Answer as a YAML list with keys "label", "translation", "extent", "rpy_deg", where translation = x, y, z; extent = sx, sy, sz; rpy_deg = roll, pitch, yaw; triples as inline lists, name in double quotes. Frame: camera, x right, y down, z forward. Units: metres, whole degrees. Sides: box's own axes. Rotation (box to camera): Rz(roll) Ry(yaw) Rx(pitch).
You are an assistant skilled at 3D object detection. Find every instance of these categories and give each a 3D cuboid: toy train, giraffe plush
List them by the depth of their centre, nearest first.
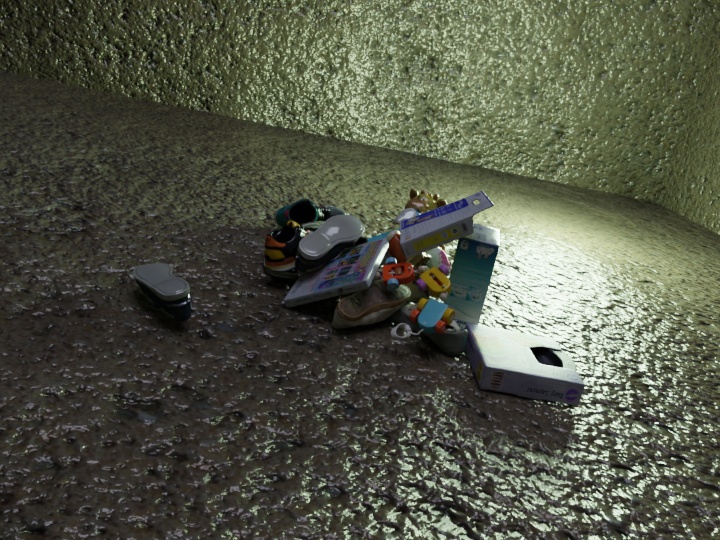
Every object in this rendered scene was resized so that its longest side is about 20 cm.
- label: "toy train"
  translation: [0.106, 0.058, 1.298]
  extent: [0.148, 0.056, 0.202]
  rpy_deg: [-12, 48, 6]
- label: "giraffe plush"
  translation: [0.164, -0.132, 1.841]
  extent: [0.170, 0.164, 0.200]
  rpy_deg: [16, 20, 9]

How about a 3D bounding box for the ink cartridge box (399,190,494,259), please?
- label: "ink cartridge box"
  translation: [0.178, -0.099, 1.404]
  extent: [0.198, 0.048, 0.198]
  rpy_deg: [-19, 13, 8]

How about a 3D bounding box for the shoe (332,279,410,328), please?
- label: "shoe"
  translation: [0.021, 0.068, 1.328]
  extent: [0.199, 0.054, 0.070]
  rpy_deg: [-17, 53, -42]

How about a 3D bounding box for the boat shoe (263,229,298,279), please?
- label: "boat shoe"
  translation: [-0.179, -0.037, 1.512]
  extent: [0.074, 0.063, 0.200]
  rpy_deg: [8, 22, -16]

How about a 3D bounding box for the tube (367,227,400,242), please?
- label: "tube"
  translation: [0.044, -0.065, 1.714]
  extent: [0.198, 0.051, 0.077]
  rpy_deg: [-17, 25, -18]

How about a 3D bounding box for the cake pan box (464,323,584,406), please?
- label: "cake pan box"
  translation: [0.302, 0.174, 1.264]
  extent: [0.197, 0.053, 0.185]
  rpy_deg: [11, 22, -5]

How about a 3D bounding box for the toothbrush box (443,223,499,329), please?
- label: "toothbrush box"
  translation: [0.232, 0.014, 1.430]
  extent: [0.084, 0.203, 0.147]
  rpy_deg: [13, 20, 7]

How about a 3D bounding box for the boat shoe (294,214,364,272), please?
- label: "boat shoe"
  translation: [-0.065, -0.056, 1.419]
  extent: [0.074, 0.061, 0.200]
  rpy_deg: [38, 42, 12]

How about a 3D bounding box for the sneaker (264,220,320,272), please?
- label: "sneaker"
  translation: [-0.124, -0.070, 1.437]
  extent: [0.069, 0.091, 0.199]
  rpy_deg: [20, 35, 36]

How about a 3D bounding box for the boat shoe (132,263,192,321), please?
- label: "boat shoe"
  translation: [-0.349, 0.035, 1.197]
  extent: [0.074, 0.063, 0.199]
  rpy_deg: [-22, 28, -33]

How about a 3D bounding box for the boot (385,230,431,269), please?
- label: "boot"
  translation: [0.107, -0.043, 1.589]
  extent: [0.107, 0.075, 0.200]
  rpy_deg: [44, 0, 11]

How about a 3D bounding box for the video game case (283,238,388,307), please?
- label: "video game case"
  translation: [-0.045, 0.003, 1.372]
  extent: [0.180, 0.024, 0.200]
  rpy_deg: [-14, 21, 21]

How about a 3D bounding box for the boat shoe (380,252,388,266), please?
- label: "boat shoe"
  translation: [0.002, 0.001, 1.516]
  extent: [0.073, 0.069, 0.199]
  rpy_deg: [21, 27, 14]

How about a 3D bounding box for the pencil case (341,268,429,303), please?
- label: "pencil case"
  translation: [0.058, 0.039, 1.437]
  extent: [0.198, 0.090, 0.078]
  rpy_deg: [-1, 52, -34]

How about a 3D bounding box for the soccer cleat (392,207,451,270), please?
- label: "soccer cleat"
  translation: [0.149, -0.058, 1.684]
  extent: [0.086, 0.201, 0.070]
  rpy_deg: [-33, 2, -33]

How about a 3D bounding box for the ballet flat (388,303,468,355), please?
- label: "ballet flat"
  translation: [0.134, 0.098, 1.338]
  extent: [0.067, 0.065, 0.199]
  rpy_deg: [-10, 30, -44]

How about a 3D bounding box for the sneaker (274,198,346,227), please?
- label: "sneaker"
  translation: [-0.118, -0.143, 1.764]
  extent: [0.197, 0.085, 0.121]
  rpy_deg: [-2, 2, -19]

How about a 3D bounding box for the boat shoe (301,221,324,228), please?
- label: "boat shoe"
  translation: [-0.109, -0.087, 1.691]
  extent: [0.060, 0.073, 0.200]
  rpy_deg: [23, 14, 38]

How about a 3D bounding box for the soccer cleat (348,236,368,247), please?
- label: "soccer cleat"
  translation: [-0.055, -0.040, 1.570]
  extent: [0.067, 0.082, 0.199]
  rpy_deg: [26, 23, 33]
